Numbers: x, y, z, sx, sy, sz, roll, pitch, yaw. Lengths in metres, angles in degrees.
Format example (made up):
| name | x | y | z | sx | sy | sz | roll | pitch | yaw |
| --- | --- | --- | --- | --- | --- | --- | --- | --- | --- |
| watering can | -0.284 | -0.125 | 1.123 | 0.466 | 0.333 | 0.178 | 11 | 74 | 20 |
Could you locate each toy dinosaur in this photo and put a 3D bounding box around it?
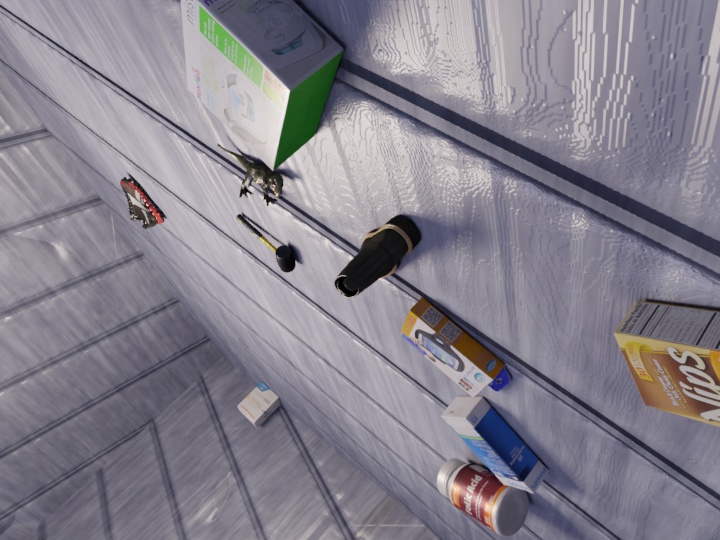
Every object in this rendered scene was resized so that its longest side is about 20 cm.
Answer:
| name | x | y | z | sx | sy | sz | roll | pitch | yaw |
| --- | --- | --- | --- | --- | --- | --- | --- | --- | --- |
| toy dinosaur | -0.202 | -0.173 | 0.990 | 0.200 | 0.047 | 0.088 | 32 | 139 | 31 |

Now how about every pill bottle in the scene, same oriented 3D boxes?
| name | x | y | z | sx | sy | sz | roll | pitch | yaw |
| --- | --- | --- | --- | --- | --- | --- | --- | --- | --- |
| pill bottle | 0.284 | 0.529 | 1.227 | 0.200 | 0.114 | 0.114 | 7 | 136 | 55 |

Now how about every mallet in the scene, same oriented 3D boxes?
| name | x | y | z | sx | sy | sz | roll | pitch | yaw |
| --- | --- | --- | --- | --- | --- | --- | --- | --- | --- |
| mallet | -0.226 | -0.076 | 1.205 | 0.200 | 0.041 | 0.066 | 43 | 158 | 17 |

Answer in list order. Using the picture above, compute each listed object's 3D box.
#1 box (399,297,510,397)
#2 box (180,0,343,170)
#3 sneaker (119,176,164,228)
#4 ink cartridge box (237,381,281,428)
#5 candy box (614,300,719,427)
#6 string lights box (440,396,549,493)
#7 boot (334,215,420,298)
| name | x | y | z | sx | sy | sz | roll | pitch | yaw |
| --- | --- | --- | --- | --- | --- | --- | --- | --- | --- |
| box | 0.162 | 0.144 | 0.899 | 0.200 | 0.041 | 0.119 | 42 | 157 | 16 |
| box | -0.132 | -0.260 | 0.667 | 0.176 | 0.097 | 0.200 | 44 | 158 | -1 |
| sneaker | -0.789 | -0.231 | 1.825 | 0.201 | 0.098 | 0.071 | 56 | 157 | -19 |
| ink cartridge box | -0.594 | 0.792 | 3.038 | 0.147 | 0.200 | 0.145 | 38 | 156 | 19 |
| candy box | 0.355 | 0.097 | 0.473 | 0.200 | 0.055 | 0.115 | 7 | 136 | 56 |
| string lights box | 0.264 | 0.342 | 1.025 | 0.200 | 0.059 | 0.103 | 48 | 157 | -4 |
| boot | 0.000 | 0.000 | 0.810 | 0.077 | 0.138 | 0.200 | 44 | 158 | 5 |
